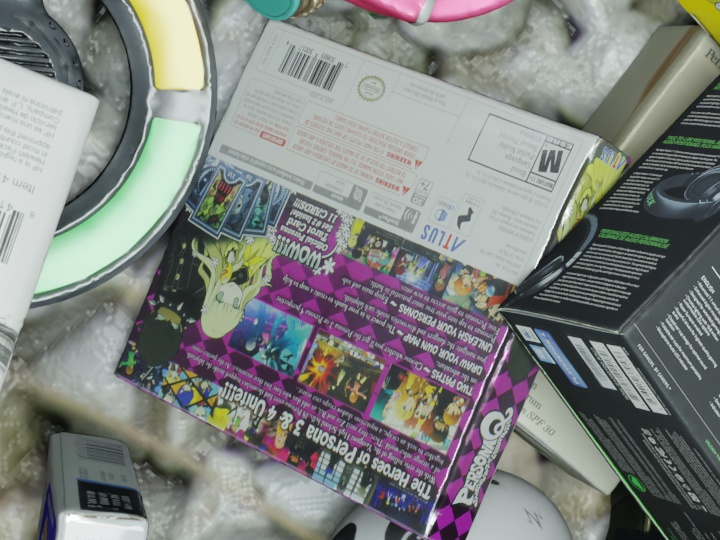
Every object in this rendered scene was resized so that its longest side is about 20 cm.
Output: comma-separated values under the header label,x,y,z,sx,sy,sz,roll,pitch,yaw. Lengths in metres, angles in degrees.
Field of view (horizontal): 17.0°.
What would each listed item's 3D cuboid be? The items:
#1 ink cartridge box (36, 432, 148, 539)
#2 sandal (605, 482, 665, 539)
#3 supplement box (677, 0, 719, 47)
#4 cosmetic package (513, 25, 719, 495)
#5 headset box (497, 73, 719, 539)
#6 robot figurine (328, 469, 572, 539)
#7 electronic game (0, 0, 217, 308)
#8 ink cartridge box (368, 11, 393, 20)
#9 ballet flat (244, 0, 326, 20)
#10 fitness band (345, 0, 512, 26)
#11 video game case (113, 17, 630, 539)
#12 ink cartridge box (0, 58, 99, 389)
label,x,y,z,sx,sy,sz,roll,pitch,yaw
ink cartridge box,-0.127,0.183,1.032,0.043,0.198,0.201,9,94,-9
sandal,0.147,0.148,1.152,0.057,0.080,0.202,15,91,-27
supplement box,0.252,-0.162,1.092,0.109,0.109,0.200,47,61,-13
cosmetic package,0.129,-0.007,1.134,0.105,0.071,0.200,37,87,-13
headset box,0.187,0.013,0.994,0.200,0.093,0.174,-46,115,-17
robot figurine,0.053,0.190,1.102,0.149,0.125,0.201,-15,91,-8
electronic game,-0.163,-0.082,1.077,0.199,0.042,0.201,-1,95,-10
ink cartridge box,0.031,-0.225,1.099,0.103,0.059,0.201,-17,98,-10
ballet flat,-0.078,-0.201,1.085,0.200,0.070,0.065,49,57,-14
fitness band,0.007,-0.192,1.047,0.199,0.037,0.144,26,89,-15
video game case,0.000,0.000,1.055,0.036,0.199,0.182,24,89,-51
ink cartridge box,-0.205,0.005,0.925,0.145,0.084,0.201,22,80,-18
